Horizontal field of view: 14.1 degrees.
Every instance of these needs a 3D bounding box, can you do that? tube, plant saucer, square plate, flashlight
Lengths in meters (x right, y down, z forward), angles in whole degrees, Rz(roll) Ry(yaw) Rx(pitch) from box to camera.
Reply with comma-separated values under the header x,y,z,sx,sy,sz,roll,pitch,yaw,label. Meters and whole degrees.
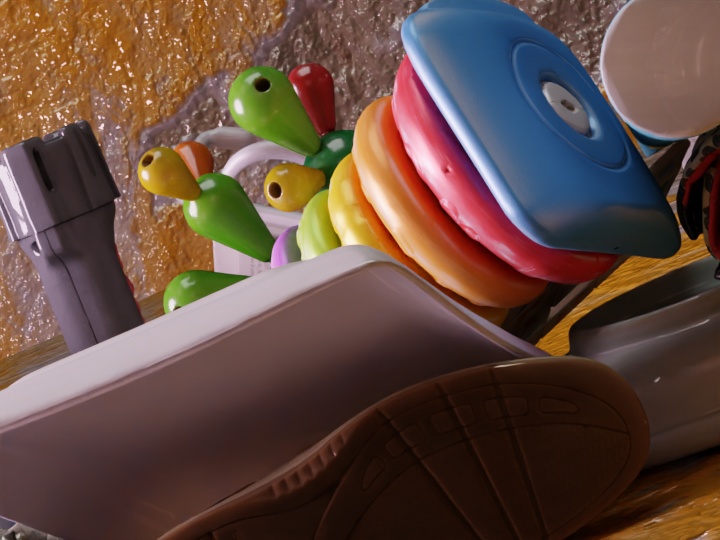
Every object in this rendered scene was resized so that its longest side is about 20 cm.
x,y,z,sx,sy,sz,roll,pitch,yaw,label
0.111,-0.076,1.065,0.050,0.078,0.200,14,6,3,tube
0.140,0.026,1.156,0.199,0.050,0.200,-22,5,2,plant saucer
-0.035,0.050,1.045,0.197,0.029,0.200,-24,-25,20,square plate
-0.104,0.034,1.286,0.068,0.201,0.068,-24,4,-34,flashlight

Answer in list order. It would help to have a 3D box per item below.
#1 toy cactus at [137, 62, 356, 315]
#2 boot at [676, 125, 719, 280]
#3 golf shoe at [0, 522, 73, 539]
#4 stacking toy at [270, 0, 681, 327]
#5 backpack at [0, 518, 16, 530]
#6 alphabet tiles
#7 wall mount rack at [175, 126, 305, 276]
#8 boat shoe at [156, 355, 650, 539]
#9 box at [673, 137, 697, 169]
x,y,z,sx,sy,sz,roll,pitch,yaw,label
0.000,0.000,1.188,0.164,0.201,0.102,-12,21,-7,toy cactus
0.159,-0.048,1.119,0.154,0.073,0.204,-46,-1,-36,boot
-0.162,0.152,1.040,0.097,0.079,0.200,-32,-5,32,golf shoe
0.010,0.000,1.096,0.200,0.110,0.116,-43,-25,26,stacking toy
-0.242,0.134,1.205,0.199,0.155,0.191,-17,17,27,backpack
0.054,0.033,1.199,0.200,0.008,0.167,-43,-9,-9,alphabet tiles
0.005,0.011,1.289,0.173,0.201,0.075,11,42,12,wall mount rack
0.010,0.081,1.043,0.199,0.072,0.072,-28,5,13,boat shoe
0.261,-0.066,1.329,0.199,0.098,0.124,-21,5,25,box
